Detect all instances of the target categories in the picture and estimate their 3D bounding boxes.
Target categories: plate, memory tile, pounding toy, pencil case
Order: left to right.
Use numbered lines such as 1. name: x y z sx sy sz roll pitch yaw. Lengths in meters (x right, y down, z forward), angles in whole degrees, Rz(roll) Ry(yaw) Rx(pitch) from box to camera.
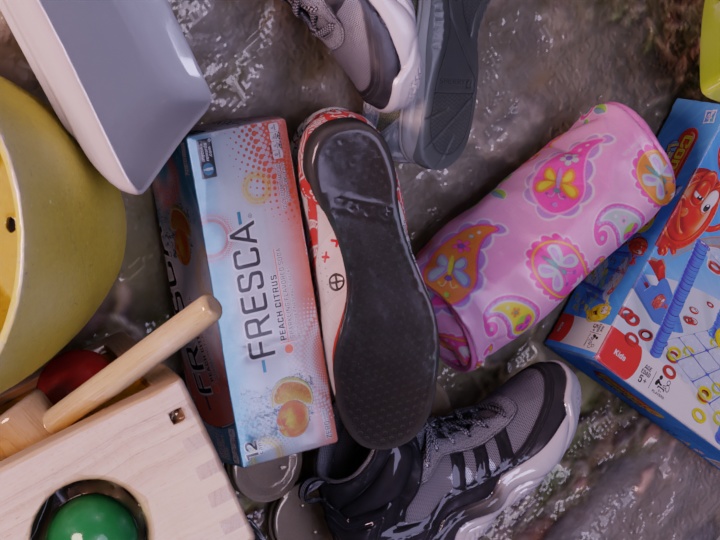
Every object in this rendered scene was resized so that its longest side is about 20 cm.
1. pounding toy: -0.153 0.101 1.306 0.184 0.200 0.142 -27 105 -12
2. plate: -0.153 -0.149 1.308 0.032 0.200 0.200 -23 104 15
3. memory tile: -0.014 0.105 1.530 0.153 0.017 0.200 -43 117 -20
4. pencil case: 0.112 -0.023 1.551 0.200 0.087 0.087 -41 117 -21

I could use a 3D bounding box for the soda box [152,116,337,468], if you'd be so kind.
1. soda box: -0.071 0.012 1.436 0.068 0.064 0.200 -13 98 -27

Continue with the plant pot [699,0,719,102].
1. plant pot: 0.350 -0.208 1.593 0.200 0.199 0.182 13 65 -33

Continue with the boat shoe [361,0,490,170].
1. boat shoe: 0.040 -0.165 1.491 0.074 0.065 0.202 -1 99 -54

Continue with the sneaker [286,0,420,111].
1. sneaker: -0.048 -0.171 1.412 0.114 0.075 0.200 -27 98 -22

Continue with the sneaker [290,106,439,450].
1. sneaker: 0.001 -0.001 1.459 0.067 0.108 0.201 -11 104 -5

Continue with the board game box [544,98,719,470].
1. board game box: 0.251 0.017 1.661 0.200 0.056 0.196 34 80 -32

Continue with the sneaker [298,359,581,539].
1. sneaker: 0.049 0.105 1.514 0.200 0.075 0.114 -44 121 -17

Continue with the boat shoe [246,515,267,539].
1. boat shoe: -0.082 0.179 1.466 0.072 0.066 0.201 -40 117 -15

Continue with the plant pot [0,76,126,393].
1. plant pot: -0.207 -0.021 1.298 0.142 0.200 0.200 -6 102 -55
